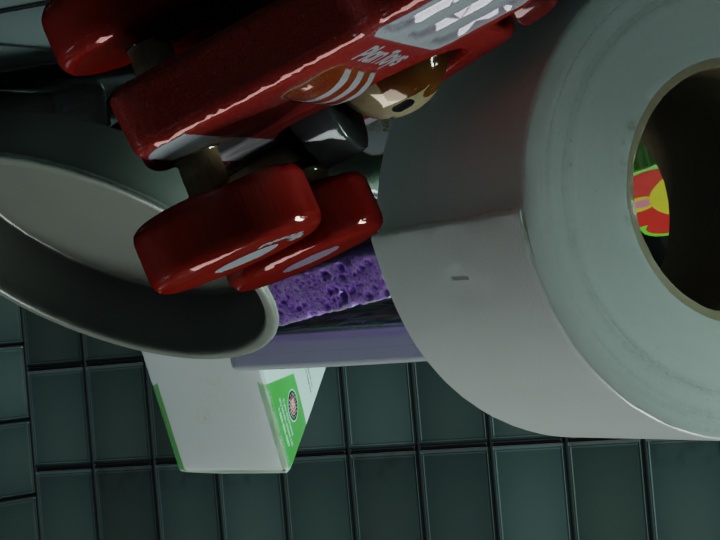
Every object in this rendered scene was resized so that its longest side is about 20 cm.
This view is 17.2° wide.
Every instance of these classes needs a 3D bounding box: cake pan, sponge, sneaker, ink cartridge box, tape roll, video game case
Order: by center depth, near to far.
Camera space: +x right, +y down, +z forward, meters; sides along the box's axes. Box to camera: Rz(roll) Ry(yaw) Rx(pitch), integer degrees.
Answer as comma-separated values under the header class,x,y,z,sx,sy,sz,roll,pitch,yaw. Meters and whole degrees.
class,x,y,z,sx,sy,sz,roll,pitch,yaw
tape roll,0.124,-0.028,1.024,0.201,0.204,0.139,-4,179,-26
cake pan,-0.131,-0.018,1.209,0.199,0.037,0.201,17,155,8
sponge,0.000,0.000,1.299,0.111,0.030,0.200,-22,-176,-34
sneaker,-0.197,-0.064,1.319,0.099,0.078,0.200,2,168,-14
video game case,0.055,0.028,1.377,0.199,0.022,0.182,-5,-175,35
ink cartridge box,-0.076,0.017,1.600,0.083,0.147,0.200,-3,-145,17

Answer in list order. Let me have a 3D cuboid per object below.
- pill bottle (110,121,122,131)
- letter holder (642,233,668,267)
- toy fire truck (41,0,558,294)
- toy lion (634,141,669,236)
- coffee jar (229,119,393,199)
class,x,y,z,sx,sy,sz,roll,pitch,yaw
pill bottle,-0.107,-0.043,1.403,0.113,0.115,0.200,-5,179,-15
letter holder,0.122,-0.081,1.395,0.199,0.143,0.101,-6,147,13
toy fire truck,-0.007,-0.075,0.876,0.167,0.113,0.200,-25,174,15
toy lion,0.225,-0.070,1.224,0.199,0.069,0.192,-5,158,-18
coffee jar,0.008,-0.072,1.214,0.199,0.086,0.104,-5,178,9
